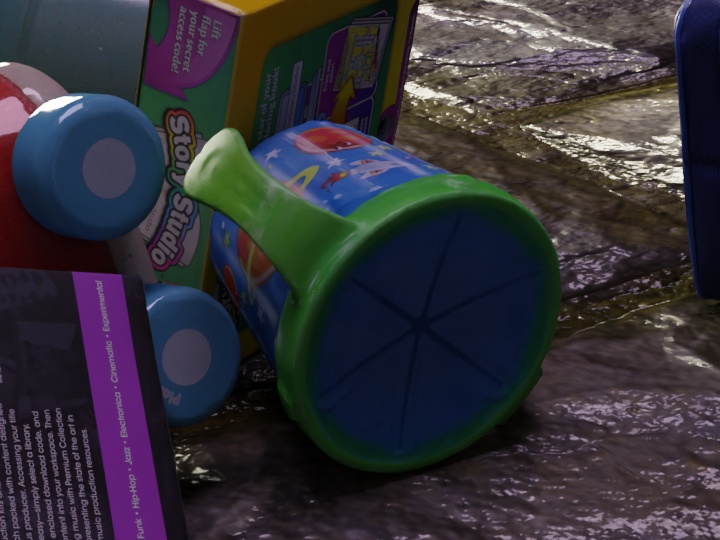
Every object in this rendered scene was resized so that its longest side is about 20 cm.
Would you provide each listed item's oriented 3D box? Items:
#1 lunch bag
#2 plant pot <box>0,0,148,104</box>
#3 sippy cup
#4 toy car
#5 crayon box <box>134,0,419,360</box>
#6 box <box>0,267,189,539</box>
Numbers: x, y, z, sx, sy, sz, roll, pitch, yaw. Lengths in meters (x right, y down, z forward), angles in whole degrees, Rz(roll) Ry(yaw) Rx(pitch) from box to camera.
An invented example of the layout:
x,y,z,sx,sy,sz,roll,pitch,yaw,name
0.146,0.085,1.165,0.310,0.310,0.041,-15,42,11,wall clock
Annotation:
x,y,z,sx,sy,sz,roll,pitch,yaw,name
0.228,-0.079,1.019,0.132,0.201,0.136,7,28,33,lunch bag
-0.121,-0.121,1.220,0.195,0.202,0.200,12,24,18,plant pot
0.000,0.000,0.904,0.139,0.179,0.130,-24,36,-19,sippy cup
-0.191,0.023,0.883,0.199,0.178,0.184,-31,21,-29,toy car
-0.046,-0.063,1.007,0.058,0.201,0.172,24,30,24,crayon box
-0.164,0.064,0.740,0.199,0.036,0.144,5,58,-32,box
